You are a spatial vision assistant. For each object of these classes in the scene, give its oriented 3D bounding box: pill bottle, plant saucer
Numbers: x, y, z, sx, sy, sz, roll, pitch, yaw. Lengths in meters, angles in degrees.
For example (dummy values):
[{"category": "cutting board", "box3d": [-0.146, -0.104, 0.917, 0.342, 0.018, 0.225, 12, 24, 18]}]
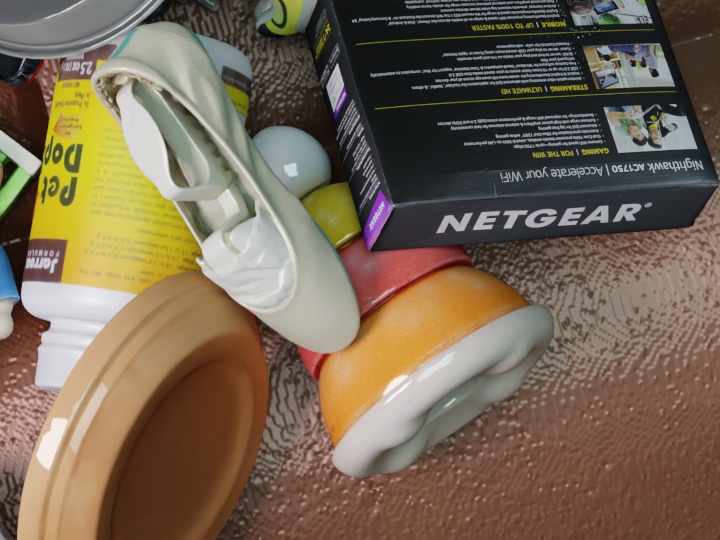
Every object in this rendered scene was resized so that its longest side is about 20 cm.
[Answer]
[{"category": "pill bottle", "box3d": [-0.126, -0.030, 1.429, 0.108, 0.109, 0.202, 9, 84, -4]}, {"category": "plant saucer", "box3d": [-0.107, 0.099, 1.377, 0.037, 0.200, 0.201, 24, 83, 24]}]

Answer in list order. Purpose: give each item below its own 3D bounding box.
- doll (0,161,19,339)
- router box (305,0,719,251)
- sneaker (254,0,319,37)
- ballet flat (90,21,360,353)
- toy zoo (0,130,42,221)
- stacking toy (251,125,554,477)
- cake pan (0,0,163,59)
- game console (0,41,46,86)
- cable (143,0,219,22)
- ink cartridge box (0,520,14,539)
[{"category": "doll", "box3d": [-0.256, 0.016, 1.423, 0.136, 0.048, 0.201, 26, 83, 8]}, {"category": "router box", "box3d": [0.083, -0.091, 1.430, 0.198, 0.051, 0.150, -4, 60, -20]}, {"category": "sneaker", "box3d": [-0.060, -0.204, 1.414, 0.076, 0.076, 0.201, -28, 124, 7]}, {"category": "ballet flat", "box3d": [-0.074, -0.035, 1.350, 0.069, 0.069, 0.201, -33, 90, -7]}, {"category": "toy zoo", "box3d": [-0.290, -0.020, 1.459, 0.131, 0.020, 0.201, 36, 84, -1]}, {"category": "stacking toy", "box3d": [0.000, 0.000, 1.435, 0.146, 0.146, 0.201, -34, 77, -7]}, {"category": "cake pan", "box3d": [-0.172, -0.213, 1.361, 0.199, 0.037, 0.202, 0, 90, 22]}, {"category": "game console", "box3d": [-0.223, -0.227, 1.411, 0.118, 0.172, 0.201, 16, 102, -38]}, {"category": "cable", "box3d": [-0.156, -0.213, 1.489, 0.199, 0.050, 0.098, 29, 101, 10]}, {"category": "ink cartridge box", "box3d": [-0.226, 0.223, 1.412, 0.144, 0.084, 0.201, -34, 90, -7]}]
